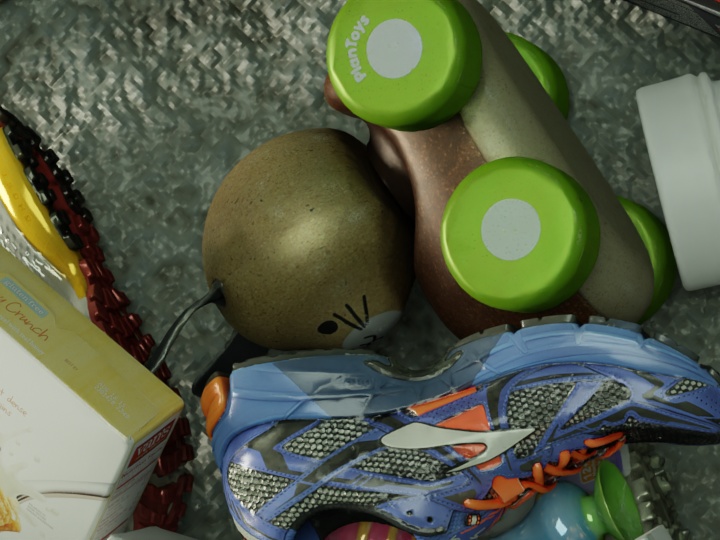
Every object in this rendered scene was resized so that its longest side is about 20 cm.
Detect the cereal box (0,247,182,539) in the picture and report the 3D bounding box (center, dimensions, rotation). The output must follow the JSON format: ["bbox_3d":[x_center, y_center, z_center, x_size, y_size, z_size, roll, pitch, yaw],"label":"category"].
[{"bbox_3d":[-0.162,0.081,1.034,0.144,0.039,0.201,38,130,14],"label":"cereal box"}]

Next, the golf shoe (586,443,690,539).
[{"bbox_3d":[0.088,0.157,1.025,0.097,0.078,0.202,-8,79,15],"label":"golf shoe"}]

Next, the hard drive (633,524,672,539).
[{"bbox_3d":[0.103,0.207,0.917,0.132,0.026,0.201,-34,82,29],"label":"hard drive"}]

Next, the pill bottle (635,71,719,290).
[{"bbox_3d":[0.212,-0.055,1.013,0.199,0.111,0.112,-13,79,8],"label":"pill bottle"}]

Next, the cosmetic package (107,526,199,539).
[{"bbox_3d":[-0.070,0.203,0.969,0.082,0.051,0.201,15,94,16],"label":"cosmetic package"}]

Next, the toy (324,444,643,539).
[{"bbox_3d":[0.010,0.117,1.002,0.199,0.047,0.116,-21,45,17],"label":"toy"}]

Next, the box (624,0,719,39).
[{"bbox_3d":[0.109,-0.166,1.038,0.200,0.035,0.111,28,87,44],"label":"box"}]

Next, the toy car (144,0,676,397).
[{"bbox_3d":[0.000,0.000,1.025,0.199,0.164,0.158,-36,76,13],"label":"toy car"}]

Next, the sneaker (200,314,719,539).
[{"bbox_3d":[0.042,0.068,0.955,0.199,0.075,0.079,-9,72,14],"label":"sneaker"}]

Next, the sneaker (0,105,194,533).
[{"bbox_3d":[-0.133,0.034,1.087,0.082,0.078,0.201,-32,68,8],"label":"sneaker"}]
